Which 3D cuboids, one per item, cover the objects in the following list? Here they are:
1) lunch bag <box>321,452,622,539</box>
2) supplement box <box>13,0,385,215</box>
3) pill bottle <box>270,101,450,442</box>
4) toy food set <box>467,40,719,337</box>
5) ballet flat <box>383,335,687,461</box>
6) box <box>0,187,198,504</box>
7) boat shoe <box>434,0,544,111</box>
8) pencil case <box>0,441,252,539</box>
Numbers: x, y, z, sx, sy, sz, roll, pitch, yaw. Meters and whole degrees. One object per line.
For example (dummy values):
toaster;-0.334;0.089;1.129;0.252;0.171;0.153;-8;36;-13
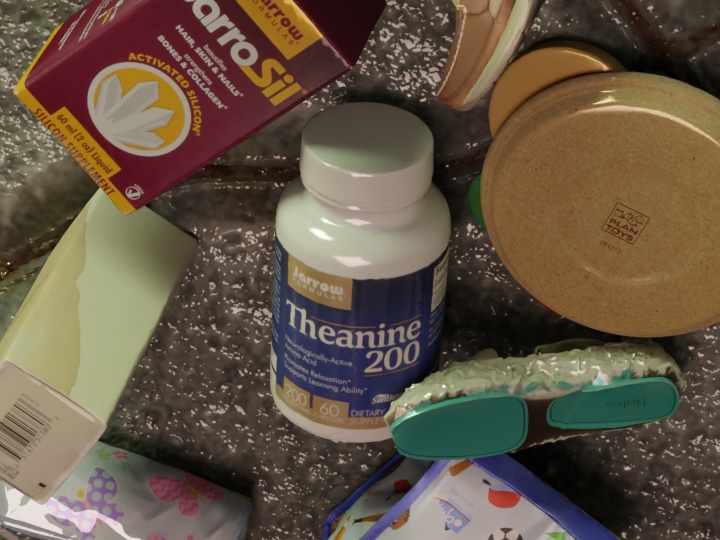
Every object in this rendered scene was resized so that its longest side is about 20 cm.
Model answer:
lunch bag;0.075;0.197;1.843;0.170;0.124;0.200;36;134;-9
supplement box;-0.099;-0.136;1.680;0.200;0.086;0.110;-31;111;31
pill bottle;0.000;0.000;1.731;0.110;0.111;0.201;10;126;9
toy food set;0.165;-0.041;1.694;0.199;0.049;0.199;13;127;6
ballet flat;0.107;0.077;1.751;0.199;0.072;0.072;-6;126;-11
box;-0.182;0.044;1.760;0.078;0.200;0.095;34;126;-9
boat shoe;0.081;-0.188;1.606;0.072;0.076;0.201;25;118;3
pencil case;-0.174;0.167;1.914;0.199;0.091;0.083;19;127;2
